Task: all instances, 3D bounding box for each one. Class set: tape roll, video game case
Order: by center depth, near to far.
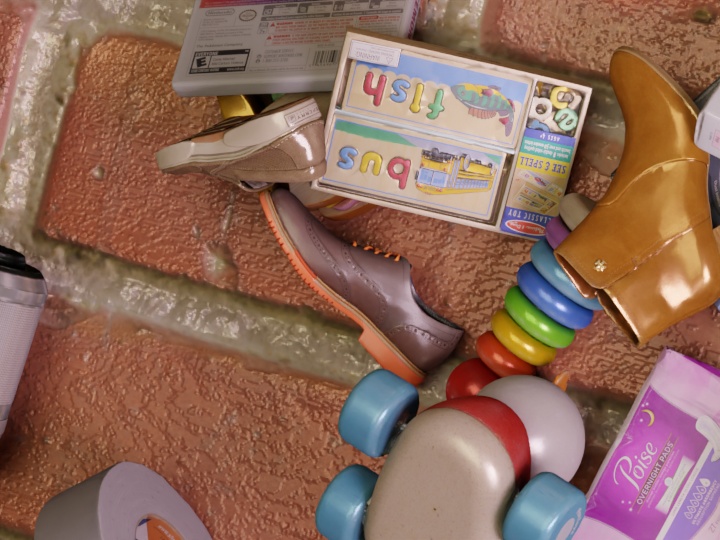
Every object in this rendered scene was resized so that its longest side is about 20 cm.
[{"bbox_3d":[-0.175,0.256,1.712,0.066,0.200,0.201,-28,75,18],"label":"tape roll"},{"bbox_3d":[-0.045,-0.225,1.764,0.200,0.023,0.183,-1,59,23],"label":"video game case"}]

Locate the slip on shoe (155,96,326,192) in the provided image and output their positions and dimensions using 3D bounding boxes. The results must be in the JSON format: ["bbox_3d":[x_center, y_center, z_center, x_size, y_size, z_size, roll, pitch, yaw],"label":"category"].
[{"bbox_3d":[-0.094,-0.090,1.705,0.200,0.076,0.061,-12,104,49],"label":"slip on shoe"}]

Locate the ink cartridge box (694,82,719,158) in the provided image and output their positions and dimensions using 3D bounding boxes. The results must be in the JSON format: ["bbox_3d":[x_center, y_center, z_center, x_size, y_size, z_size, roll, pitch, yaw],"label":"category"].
[{"bbox_3d":[0.368,-0.114,1.555,0.200,0.057,0.163,27,59,20],"label":"ink cartridge box"}]

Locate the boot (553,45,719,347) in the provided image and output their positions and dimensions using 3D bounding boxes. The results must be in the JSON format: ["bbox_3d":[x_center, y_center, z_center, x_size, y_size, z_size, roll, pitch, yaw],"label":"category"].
[{"bbox_3d":[0.199,-0.056,1.588,0.144,0.071,0.201,-31,79,-11],"label":"boot"}]

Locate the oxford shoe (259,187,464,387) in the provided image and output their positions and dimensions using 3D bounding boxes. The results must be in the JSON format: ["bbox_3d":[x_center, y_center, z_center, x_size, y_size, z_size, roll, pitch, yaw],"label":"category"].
[{"bbox_3d":[0.000,0.000,1.718,0.073,0.071,0.200,-41,99,10],"label":"oxford shoe"}]

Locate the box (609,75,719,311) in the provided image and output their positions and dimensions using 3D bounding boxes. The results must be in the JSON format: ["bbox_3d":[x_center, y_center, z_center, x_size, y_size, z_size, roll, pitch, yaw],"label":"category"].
[{"bbox_3d":[0.313,-0.048,1.627,0.160,0.044,0.200,-41,71,14],"label":"box"}]

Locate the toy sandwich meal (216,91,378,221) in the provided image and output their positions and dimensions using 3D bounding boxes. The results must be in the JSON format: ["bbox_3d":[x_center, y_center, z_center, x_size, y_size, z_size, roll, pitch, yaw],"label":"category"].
[{"bbox_3d":[-0.038,-0.137,1.764,0.205,0.070,0.206,-2,84,22],"label":"toy sandwich meal"}]

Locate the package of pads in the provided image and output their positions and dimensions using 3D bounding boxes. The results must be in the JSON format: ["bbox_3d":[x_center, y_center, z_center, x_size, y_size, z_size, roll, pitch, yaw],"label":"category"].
[{"bbox_3d":[0.239,0.169,1.619,0.120,0.076,0.200,29,96,21],"label":"package of pads"}]

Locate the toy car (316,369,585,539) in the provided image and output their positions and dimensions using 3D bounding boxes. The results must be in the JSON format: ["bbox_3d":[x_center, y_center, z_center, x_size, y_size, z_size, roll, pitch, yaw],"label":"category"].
[{"bbox_3d":[0.104,0.152,1.613,0.184,0.200,0.177,31,127,25],"label":"toy car"}]

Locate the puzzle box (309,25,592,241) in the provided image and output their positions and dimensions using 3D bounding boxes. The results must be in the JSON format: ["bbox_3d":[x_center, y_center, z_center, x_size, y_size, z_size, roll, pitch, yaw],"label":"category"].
[{"bbox_3d":[0.070,-0.105,1.679,0.200,0.025,0.133,12,108,-3],"label":"puzzle box"}]

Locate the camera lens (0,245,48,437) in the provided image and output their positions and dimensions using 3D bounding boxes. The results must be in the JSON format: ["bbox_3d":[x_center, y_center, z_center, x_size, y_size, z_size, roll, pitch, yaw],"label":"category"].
[{"bbox_3d":[-0.367,0.067,1.830,0.160,0.160,0.200,19,92,23],"label":"camera lens"}]

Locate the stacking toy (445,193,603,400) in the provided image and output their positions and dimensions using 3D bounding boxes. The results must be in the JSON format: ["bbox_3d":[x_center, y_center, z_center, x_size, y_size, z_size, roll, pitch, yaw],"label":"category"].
[{"bbox_3d":[0.135,0.039,1.675,0.085,0.085,0.200,43,105,20],"label":"stacking toy"}]
